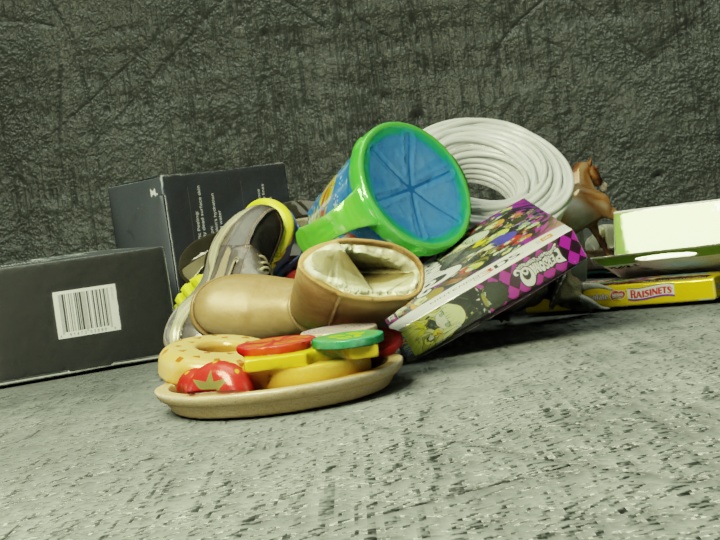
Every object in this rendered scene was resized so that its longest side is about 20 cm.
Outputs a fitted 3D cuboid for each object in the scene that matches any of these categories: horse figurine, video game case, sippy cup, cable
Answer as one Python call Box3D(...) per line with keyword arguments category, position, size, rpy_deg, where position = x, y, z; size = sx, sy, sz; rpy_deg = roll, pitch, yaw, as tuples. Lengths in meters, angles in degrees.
Box3D(category="horse figurine", position=(0.243, -0.042, 1.548), size=(0.200, 0.133, 0.050), rpy_deg=(-33, -7, -30))
Box3D(category="video game case", position=(0.101, 0.004, 1.248), size=(0.181, 0.036, 0.200), rpy_deg=(-30, 12, 1))
Box3D(category="sippy cup", position=(0.017, -0.056, 1.333), size=(0.177, 0.140, 0.130), rpy_deg=(18, -34, -31))
Box3D(category="cable", position=(0.130, -0.089, 1.486), size=(0.199, 0.070, 0.200), rpy_deg=(24, 45, 19))

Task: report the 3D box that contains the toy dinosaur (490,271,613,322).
Box3D(category="toy dinosaur", position=(0.140, 0.019, 1.317), size=(0.199, 0.077, 0.102), rpy_deg=(-5, -13, -40))

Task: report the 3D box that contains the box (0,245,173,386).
Box3D(category="box", position=(-0.328, 0.046, 1.478), size=(0.199, 0.125, 0.196), rpy_deg=(-9, 2, -27))

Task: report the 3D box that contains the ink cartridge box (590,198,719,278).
Box3D(category="ink cartridge box", position=(0.338, -0.036, 1.430), size=(0.147, 0.076, 0.200), rpy_deg=(-6, -12, 25))

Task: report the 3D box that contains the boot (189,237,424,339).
Box3D(category="boot", position=(-0.050, 0.016, 1.113), size=(0.174, 0.067, 0.200), rpy_deg=(1, -13, -9))

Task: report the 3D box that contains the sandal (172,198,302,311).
Box3D(category="sandal", position=(-0.121, 0.010, 1.443), size=(0.200, 0.080, 0.087), rpy_deg=(-47, -18, 20))

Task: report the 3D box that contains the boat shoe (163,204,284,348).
Box3D(category="boat shoe", position=(-0.113, 0.020, 1.308), size=(0.073, 0.075, 0.201), rpy_deg=(5, 52, 30))

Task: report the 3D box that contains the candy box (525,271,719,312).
Box3D(category="candy box", position=(0.280, 0.021, 1.402), size=(0.199, 0.027, 0.102), rpy_deg=(-5, 0, 29))

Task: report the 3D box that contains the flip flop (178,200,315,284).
Box3D(category="flip flop", position=(-0.105, -0.019, 1.527), size=(0.199, 0.081, 0.058), rpy_deg=(-19, -32, 1))

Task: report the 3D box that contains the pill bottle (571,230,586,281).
Box3D(category="pill bottle", position=(0.167, -0.023, 1.638), size=(0.199, 0.115, 0.114), rpy_deg=(-7, 3, 4))

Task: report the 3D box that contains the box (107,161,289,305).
Box3D(category="box", position=(-0.186, -0.022, 1.665), size=(0.117, 0.198, 0.199), rpy_deg=(-5, 4, 45))

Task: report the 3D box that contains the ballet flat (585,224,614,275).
Box3D(category="ballet flat", position=(0.339, -0.028, 1.771), size=(0.068, 0.068, 0.200), rpy_deg=(-8, 3, -30))

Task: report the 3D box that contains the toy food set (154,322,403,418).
Box3D(category="toy food set", position=(-0.061, 0.073, 1.046), size=(0.197, 0.049, 0.200), rpy_deg=(-7, 3, -4))

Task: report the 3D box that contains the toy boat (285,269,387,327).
Box3D(category="toy boat", position=(0.000, 0.000, 1.455), size=(0.130, 0.132, 0.199), rpy_deg=(-5, 4, 39))
